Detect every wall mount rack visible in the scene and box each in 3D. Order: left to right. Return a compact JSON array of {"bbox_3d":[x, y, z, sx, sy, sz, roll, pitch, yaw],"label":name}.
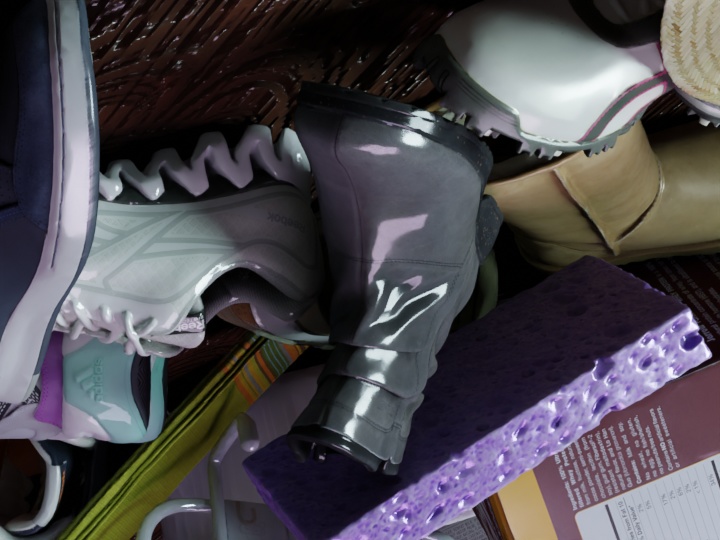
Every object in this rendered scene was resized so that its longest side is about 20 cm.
[{"bbox_3d":[-0.008,0.161,1.198,0.199,0.175,0.075,9,142,-24],"label":"wall mount rack"}]

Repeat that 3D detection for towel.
[{"bbox_3d":[-0.079,0.081,1.222,0.200,0.018,0.086,-47,165,-5],"label":"towel"}]

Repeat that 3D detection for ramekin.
[{"bbox_3d":[-0.027,0.115,1.377,0.199,0.098,0.201,-14,171,-2],"label":"ramekin"}]

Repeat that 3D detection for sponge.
[{"bbox_3d":[0.049,0.063,1.078,0.199,0.030,0.112,-31,-157,-12],"label":"sponge"}]

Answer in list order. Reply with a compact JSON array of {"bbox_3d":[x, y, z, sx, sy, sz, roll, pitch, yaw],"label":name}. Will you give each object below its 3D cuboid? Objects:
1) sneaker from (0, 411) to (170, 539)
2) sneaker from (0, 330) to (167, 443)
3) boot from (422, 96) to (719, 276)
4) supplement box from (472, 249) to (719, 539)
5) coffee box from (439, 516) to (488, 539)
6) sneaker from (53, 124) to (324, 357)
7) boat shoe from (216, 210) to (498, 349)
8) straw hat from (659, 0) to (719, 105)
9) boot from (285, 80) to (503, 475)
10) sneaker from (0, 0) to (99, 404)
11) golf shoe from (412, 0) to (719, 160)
[{"bbox_3d":[-0.157,0.105,1.228,0.079,0.079,0.199,18,-168,41],"label":"sneaker"},{"bbox_3d":[-0.159,0.039,1.085,0.139,0.078,0.200,1,176,-1],"label":"sneaker"},{"bbox_3d":[0.129,-0.052,1.095,0.174,0.067,0.200,-22,163,10],"label":"boot"},{"bbox_3d":[0.147,0.069,1.202,0.199,0.133,0.197,-22,-156,-3],"label":"supplement box"},{"bbox_3d":[0.098,0.151,1.484,0.114,0.201,0.080,-1,158,-46],"label":"coffee box"},{"bbox_3d":[-0.107,-0.002,0.969,0.199,0.082,0.075,-12,165,-16],"label":"sneaker"},{"bbox_3d":[0.000,0.000,1.130,0.068,0.075,0.200,-3,176,29],"label":"boat shoe"},{"bbox_3d":[0.214,-0.104,0.866,0.200,0.085,0.202,-25,150,-16],"label":"straw hat"},{"bbox_3d":[0.005,0.012,0.949,0.069,0.132,0.200,17,168,22],"label":"boot"},{"bbox_3d":[-0.173,-0.021,0.836,0.145,0.077,0.203,4,139,-20],"label":"sneaker"},{"bbox_3d":[0.109,-0.101,0.931,0.199,0.077,0.088,-11,143,-36],"label":"golf shoe"}]
